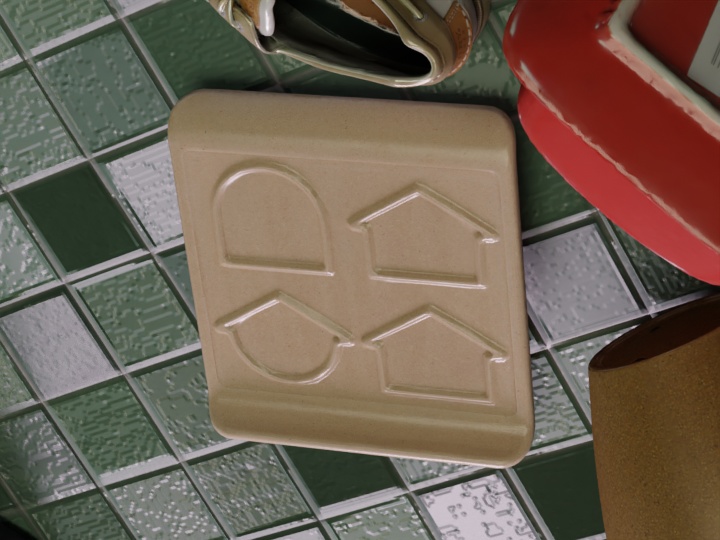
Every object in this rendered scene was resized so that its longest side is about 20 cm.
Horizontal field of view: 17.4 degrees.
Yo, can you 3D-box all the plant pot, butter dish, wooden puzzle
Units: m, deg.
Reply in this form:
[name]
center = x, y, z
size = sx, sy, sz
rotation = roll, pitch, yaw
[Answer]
[plant pot]
center = 0.195, 0.118, 1.165
size = 0.186, 0.186, 0.201
rotation = -20, 99, 30
[butter dish]
center = 0.153, -0.081, 1.056
size = 0.200, 0.200, 0.148
rotation = 39, 150, -7
[wooden puzzle]
center = 0.000, 0.000, 1.232
size = 0.184, 0.046, 0.201
rotation = 5, 119, 18

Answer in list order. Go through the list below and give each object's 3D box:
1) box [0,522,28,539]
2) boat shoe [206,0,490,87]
[box]
center = -0.322, 0.217, 1.449
size = 0.199, 0.118, 0.197
rotation = 32, 127, -3
[boat shoe]
center = -0.038, -0.147, 1.132
size = 0.199, 0.068, 0.075
rotation = 20, 126, 8
